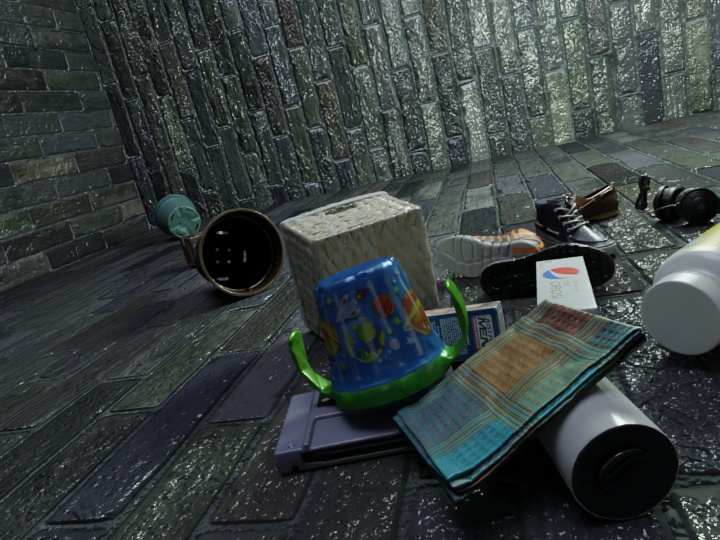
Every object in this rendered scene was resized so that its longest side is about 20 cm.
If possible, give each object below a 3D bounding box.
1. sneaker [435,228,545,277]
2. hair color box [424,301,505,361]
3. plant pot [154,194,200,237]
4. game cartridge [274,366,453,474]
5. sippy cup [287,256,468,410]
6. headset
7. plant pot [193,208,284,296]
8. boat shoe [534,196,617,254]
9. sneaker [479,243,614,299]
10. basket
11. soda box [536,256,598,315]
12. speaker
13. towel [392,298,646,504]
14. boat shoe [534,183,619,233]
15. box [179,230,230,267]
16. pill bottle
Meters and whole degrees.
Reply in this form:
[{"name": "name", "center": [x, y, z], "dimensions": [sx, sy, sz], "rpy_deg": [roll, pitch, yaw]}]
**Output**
[{"name": "sneaker", "center": [0.248, -0.036, 1.039], "dimensions": [0.199, 0.078, 0.112], "rpy_deg": [6, 18, 26]}, {"name": "hair color box", "center": [0.081, 0.084, 0.703], "dimensions": [0.198, 0.061, 0.100], "rpy_deg": [-9, -1, 17]}, {"name": "plant pot", "center": [-0.843, -0.243, 2.569], "dimensions": [0.199, 0.202, 0.196], "rpy_deg": [-20, 23, -24]}, {"name": "game cartridge", "center": [0.012, 0.156, 0.604], "dimensions": [0.198, 0.039, 0.130], "rpy_deg": [-13, 19, 5]}, {"name": "sippy cup", "center": [0.014, 0.060, 0.590], "dimensions": [0.177, 0.131, 0.140], "rpy_deg": [-23, 4, -16]}, {"name": "headset", "center": [0.601, -0.138, 1.027], "dimensions": [0.198, 0.095, 0.123], "rpy_deg": [-5, 12, -14]}, {"name": "plant pot", "center": [-0.311, -0.040, 1.338], "dimensions": [0.199, 0.202, 0.198], "rpy_deg": [-21, 9, -26]}, {"name": "boat shoe", "center": [0.389, -0.083, 1.019], "dimensions": [0.074, 0.093, 0.200], "rpy_deg": [-17, 15, -14]}, {"name": "sneaker", "center": [0.295, -0.008, 0.876], "dimensions": [0.199, 0.076, 0.087], "rpy_deg": [-6, 10, 26]}, {"name": "basket", "center": [0.000, 0.000, 0.879], "dimensions": [0.197, 0.201, 0.161], "rpy_deg": [-19, 21, -17]}, {"name": "soda box", "center": [0.269, 0.043, 0.722], "dimensions": [0.068, 0.064, 0.200], "rpy_deg": [-8, 17, 20]}, {"name": "speaker", "center": [0.185, 0.119, 0.484], "dimensions": [0.081, 0.082, 0.200], "rpy_deg": [-13, 14, 1]}, {"name": "towel", "center": [0.127, 0.098, 0.482], "dimensions": [0.200, 0.022, 0.147], "rpy_deg": [-37, 14, -8]}, {"name": "boat shoe", "center": [0.464, -0.134, 1.190], "dimensions": [0.199, 0.071, 0.070], "rpy_deg": [-18, 16, -12]}, {"name": "box", "center": [-0.484, -0.090, 1.824], "dimensions": [0.199, 0.101, 0.075], "rpy_deg": [-27, 20, -39]}, {"name": "pill bottle", "center": [0.400, 0.016, 0.611], "dimensions": [0.199, 0.112, 0.111], "rpy_deg": [-24, 18, -32]}]
